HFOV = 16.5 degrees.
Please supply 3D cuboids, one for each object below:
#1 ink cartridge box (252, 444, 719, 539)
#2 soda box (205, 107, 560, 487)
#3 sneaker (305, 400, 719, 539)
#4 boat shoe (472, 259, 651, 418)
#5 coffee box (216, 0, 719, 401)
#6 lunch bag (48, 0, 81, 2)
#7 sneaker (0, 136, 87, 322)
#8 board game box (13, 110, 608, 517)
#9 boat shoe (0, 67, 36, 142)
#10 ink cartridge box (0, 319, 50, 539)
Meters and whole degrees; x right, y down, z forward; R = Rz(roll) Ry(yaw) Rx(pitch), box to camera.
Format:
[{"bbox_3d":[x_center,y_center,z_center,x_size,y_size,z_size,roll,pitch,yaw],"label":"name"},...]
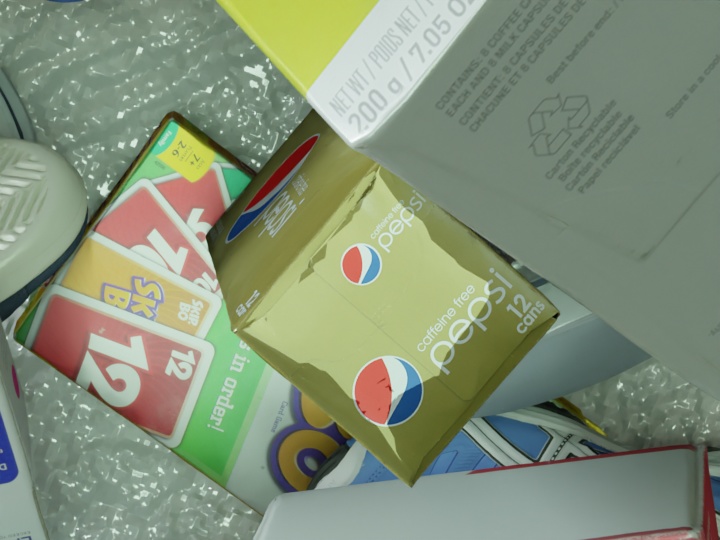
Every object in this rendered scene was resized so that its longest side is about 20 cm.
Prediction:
[{"bbox_3d":[0.052,0.169,0.781,0.144,0.083,0.201,-9,104,9],"label":"ink cartridge box"},{"bbox_3d":[0.000,0.000,0.748,0.068,0.200,0.064,41,92,-9],"label":"soda box"},{"bbox_3d":[0.078,0.091,0.834,0.199,0.077,0.076,4,109,-12],"label":"sneaker"},{"bbox_3d":[0.100,-0.016,0.826,0.199,0.074,0.066,-25,68,-9],"label":"boat shoe"},{"bbox_3d":[0.068,-0.123,0.707,0.200,0.198,0.200,-49,139,10],"label":"coffee box"},{"bbox_3d":[-0.085,-0.192,0.793,0.200,0.076,0.160,-42,100,2],"label":"lunch bag"},{"bbox_3d":[-0.161,0.031,0.829,0.199,0.075,0.085,-30,136,15],"label":"sneaker"},{"bbox_3d":[-0.014,0.042,0.869,0.200,0.030,0.096,36,97,-11],"label":"board game box"},{"bbox_3d":[-0.195,-0.081,0.814,0.200,0.067,0.074,37,98,-9],"label":"boat shoe"},{"bbox_3d":[-0.158,0.016,0.742,0.094,0.037,0.201,-10,128,0],"label":"ink cartridge box"}]
